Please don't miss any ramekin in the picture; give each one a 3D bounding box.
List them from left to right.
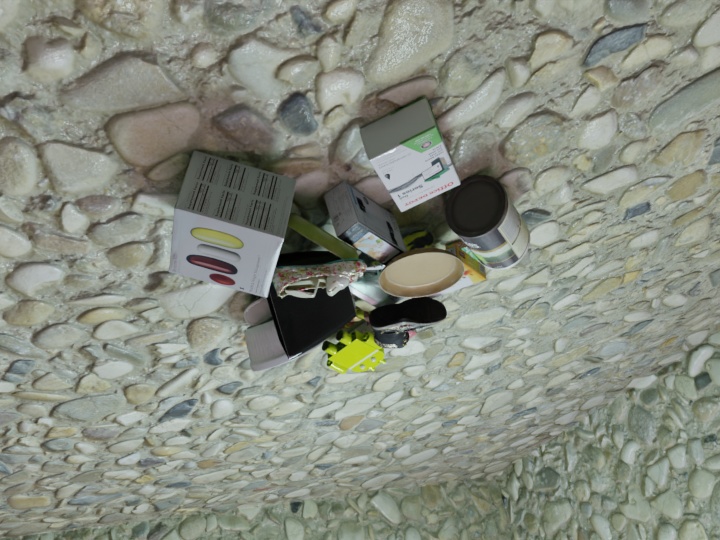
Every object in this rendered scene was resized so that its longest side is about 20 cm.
[{"bbox_3d":[-0.201,0.168,1.700,0.195,0.108,0.200,-21,-177,1],"label":"ramekin"}]

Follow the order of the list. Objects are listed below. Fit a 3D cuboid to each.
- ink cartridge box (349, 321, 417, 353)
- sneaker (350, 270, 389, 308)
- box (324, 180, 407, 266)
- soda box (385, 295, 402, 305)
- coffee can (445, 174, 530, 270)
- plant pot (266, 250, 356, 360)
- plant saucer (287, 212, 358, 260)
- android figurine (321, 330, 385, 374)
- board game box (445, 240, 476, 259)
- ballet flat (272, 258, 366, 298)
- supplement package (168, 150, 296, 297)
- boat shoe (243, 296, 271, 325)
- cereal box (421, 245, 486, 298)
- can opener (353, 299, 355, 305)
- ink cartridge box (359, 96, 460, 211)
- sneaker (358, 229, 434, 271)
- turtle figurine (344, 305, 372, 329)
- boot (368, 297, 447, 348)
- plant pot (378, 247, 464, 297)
[{"bbox_3d":[0.054,0.191,1.961,0.198,0.069,0.115,-36,143,29],"label":"ink cartridge box"},{"bbox_3d":[0.000,0.000,1.660,0.198,0.074,0.120,30,89,-25],"label":"sneaker"},{"bbox_3d":[0.015,-0.097,1.449,0.059,0.119,0.199,-33,144,22],"label":"box"},{"bbox_3d":[0.111,0.020,1.723,0.198,0.070,0.063,-34,146,24],"label":"soda box"},{"bbox_3d":[0.296,-0.105,1.540,0.144,0.149,0.199,-27,148,18],"label":"coffee can"},{"bbox_3d":[-0.117,0.055,1.487,0.173,0.206,0.199,-17,-170,-11],"label":"plant pot"},{"bbox_3d":[-0.081,-0.070,1.408,0.199,0.198,0.032,29,93,-50],"label":"plant saucer"},{"bbox_3d":[-0.011,0.235,1.906,0.181,0.042,0.198,-35,131,27],"label":"android figurine"},{"bbox_3d":[0.316,-0.057,1.745,0.195,0.031,0.096,-17,149,-5],"label":"board game box"},{"bbox_3d":[-0.082,0.023,1.341,0.194,0.066,0.076,-6,151,5],"label":"ballet flat"},{"bbox_3d":[-0.241,-0.082,1.257,0.195,0.150,0.193,14,141,-9],"label":"supplement package"},{"bbox_3d":[-0.197,0.073,1.663,0.197,0.075,0.060,-29,-169,1],"label":"boat shoe"},{"bbox_3d":[0.184,0.013,1.608,0.197,0.041,0.143,-23,147,33],"label":"cereal box"},{"bbox_3d":[-0.099,0.055,1.615,0.197,0.053,0.067,28,124,-16],"label":"can opener"},{"bbox_3d":[0.103,-0.222,1.324,0.143,0.086,0.200,-24,148,12],"label":"ink cartridge box"},{"bbox_3d":[0.088,-0.027,1.621,0.195,0.076,0.086,-16,140,-2],"label":"sneaker"},{"bbox_3d":[-0.014,0.122,1.815,0.156,0.066,0.201,3,162,7],"label":"turtle figurine"},{"bbox_3d":[0.118,0.139,1.708,0.194,0.075,0.152,-10,152,-4],"label":"boot"},{"bbox_3d":[0.135,0.002,1.503,0.194,0.028,0.202,-6,151,-3],"label":"plant pot"}]
